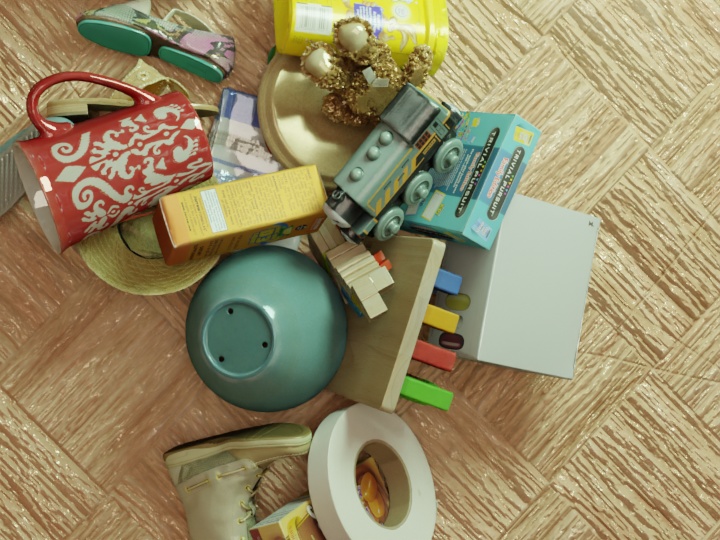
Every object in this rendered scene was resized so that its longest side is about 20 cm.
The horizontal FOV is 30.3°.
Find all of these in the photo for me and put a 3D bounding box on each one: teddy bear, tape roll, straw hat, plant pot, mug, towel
[{"bbox_3d":[0.016,-0.223,1.573,0.198,0.067,0.146,20,118,-30],"label":"teddy bear"},{"bbox_3d":[0.016,0.259,1.588,0.037,0.202,0.205,-23,92,35],"label":"tape roll"},{"bbox_3d":[-0.252,-0.053,1.607,0.197,0.085,0.204,3,70,-8],"label":"straw hat"},{"bbox_3d":[-0.124,0.074,1.564,0.197,0.135,0.204,0,92,11],"label":"plant pot"},{"bbox_3d":[-0.278,-0.134,1.500,0.198,0.179,0.134,-24,49,-20],"label":"mug"},{"bbox_3d":[-0.129,-0.115,1.655,0.145,0.024,0.203,15,86,-7],"label":"towel"}]

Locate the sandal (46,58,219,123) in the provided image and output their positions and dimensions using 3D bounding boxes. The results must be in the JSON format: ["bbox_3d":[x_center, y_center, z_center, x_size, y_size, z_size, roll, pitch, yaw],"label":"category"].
[{"bbox_3d":[-0.278,-0.222,1.616,0.208,0.078,0.071,-3,86,-1],"label":"sandal"}]

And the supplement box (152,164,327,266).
[{"bbox_3d":[-0.138,-0.065,1.548,0.197,0.067,0.070,-16,75,-21],"label":"supplement box"}]

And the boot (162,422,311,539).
[{"bbox_3d":[-0.133,0.271,1.593,0.197,0.072,0.157,-13,91,23],"label":"boot"}]

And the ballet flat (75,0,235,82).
[{"bbox_3d":[-0.247,-0.293,1.632,0.197,0.069,0.072,17,68,-10],"label":"ballet flat"}]

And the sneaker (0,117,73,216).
[{"bbox_3d":[-0.418,-0.118,1.603,0.198,0.082,0.075,-27,102,15],"label":"sneaker"}]

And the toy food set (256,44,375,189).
[{"bbox_3d":[-0.035,-0.197,1.645,0.197,0.049,0.201,12,79,-20],"label":"toy food set"}]

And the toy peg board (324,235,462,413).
[{"bbox_3d":[0.054,0.070,1.596,0.097,0.199,0.202,20,85,-23],"label":"toy peg board"}]

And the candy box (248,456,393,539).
[{"bbox_3d":[-0.034,0.315,1.574,0.199,0.056,0.118,-26,93,-51],"label":"candy box"}]

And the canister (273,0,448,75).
[{"bbox_3d":[-0.002,-0.319,1.612,0.197,0.087,0.151,4,62,-18],"label":"canister"}]

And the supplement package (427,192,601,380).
[{"bbox_3d":[0.186,0.017,1.618,0.154,0.110,0.204,13,85,-32],"label":"supplement package"}]

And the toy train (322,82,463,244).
[{"bbox_3d":[0.036,-0.122,1.530,0.201,0.114,0.085,-49,60,3],"label":"toy train"}]

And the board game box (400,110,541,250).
[{"bbox_3d":[0.114,-0.114,1.596,0.047,0.199,0.153,27,85,-30],"label":"board game box"}]

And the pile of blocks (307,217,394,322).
[{"bbox_3d":[0.000,0.000,1.592,0.061,0.200,0.083,-27,129,-10],"label":"pile of blocks"}]
